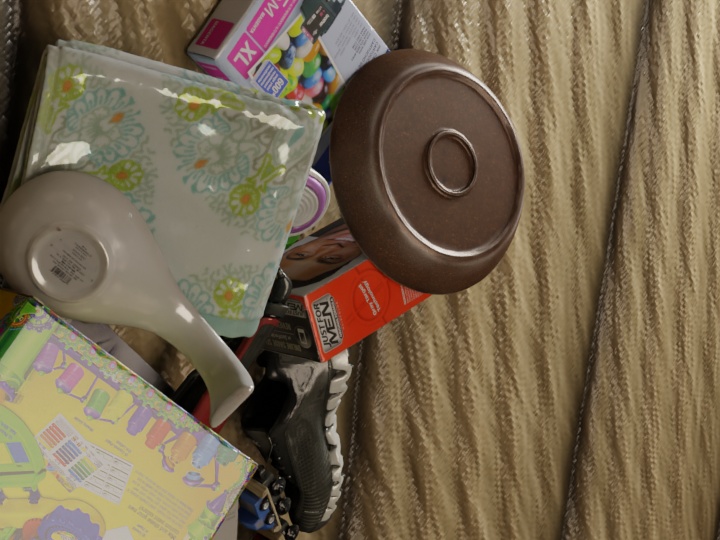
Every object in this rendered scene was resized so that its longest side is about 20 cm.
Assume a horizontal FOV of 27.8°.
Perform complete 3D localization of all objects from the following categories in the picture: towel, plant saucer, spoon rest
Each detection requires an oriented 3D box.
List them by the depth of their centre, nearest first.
[{"bbox_3d":[-0.154,0.018,0.957,0.099,0.061,0.200,-43,104,12],"label":"spoon rest"},{"bbox_3d":[-0.139,-0.051,0.979,0.198,0.048,0.172,13,110,-21],"label":"towel"},{"bbox_3d":[0.064,-0.082,1.161,0.199,0.034,0.202,7,79,-37],"label":"plant saucer"}]

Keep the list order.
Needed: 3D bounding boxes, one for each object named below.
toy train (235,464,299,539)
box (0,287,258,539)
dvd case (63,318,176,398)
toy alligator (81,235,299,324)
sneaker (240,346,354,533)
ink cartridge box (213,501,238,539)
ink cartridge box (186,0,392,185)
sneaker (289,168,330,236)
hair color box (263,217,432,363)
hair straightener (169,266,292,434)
[{"bbox_3d":[-0.074,0.234,1.235,0.046,0.034,0.201,-43,142,-28],"label":"toy train"},{"bbox_3d":[-0.213,0.146,0.955,0.200,0.122,0.193,41,73,-26],"label":"box"},{"bbox_3d":[-0.207,0.125,1.079,0.149,0.016,0.200,-55,137,-16],"label":"dvd case"},{"bbox_3d":[-0.132,-0.017,1.082,0.199,0.059,0.055,-22,77,-36],"label":"toy alligator"},{"bbox_3d":[-0.061,0.137,1.212,0.090,0.066,0.202,-11,122,-28],"label":"sneaker"},{"bbox_3d":[-0.181,0.265,1.141,0.199,0.045,0.178,-18,119,-43],"label":"ink cartridge box"},{"bbox_3d":[-0.039,-0.156,1.135,0.120,0.042,0.200,-58,140,-13],"label":"ink cartridge box"},{"bbox_3d":[-0.122,-0.082,1.055,0.199,0.100,0.075,20,110,-28],"label":"sneaker"},{"bbox_3d":[0.000,0.000,1.187,0.199,0.101,0.062,-31,117,-37],"label":"hair color box"},{"bbox_3d":[-0.113,0.060,1.089,0.041,0.077,0.201,11,115,-45],"label":"hair straightener"}]
